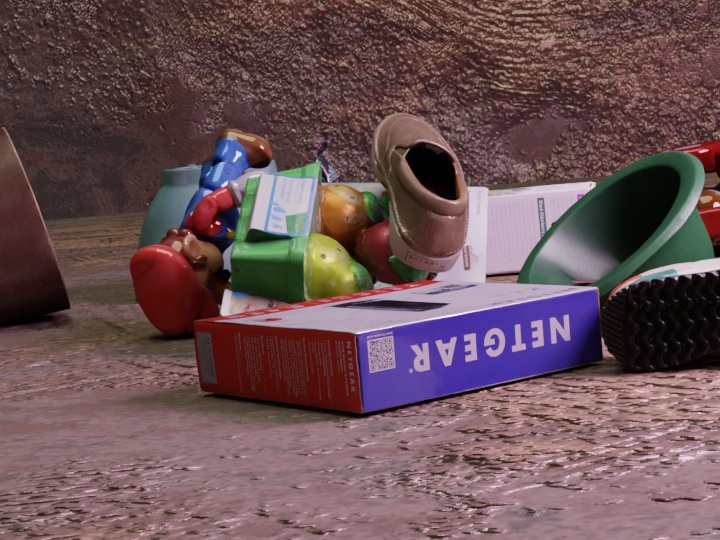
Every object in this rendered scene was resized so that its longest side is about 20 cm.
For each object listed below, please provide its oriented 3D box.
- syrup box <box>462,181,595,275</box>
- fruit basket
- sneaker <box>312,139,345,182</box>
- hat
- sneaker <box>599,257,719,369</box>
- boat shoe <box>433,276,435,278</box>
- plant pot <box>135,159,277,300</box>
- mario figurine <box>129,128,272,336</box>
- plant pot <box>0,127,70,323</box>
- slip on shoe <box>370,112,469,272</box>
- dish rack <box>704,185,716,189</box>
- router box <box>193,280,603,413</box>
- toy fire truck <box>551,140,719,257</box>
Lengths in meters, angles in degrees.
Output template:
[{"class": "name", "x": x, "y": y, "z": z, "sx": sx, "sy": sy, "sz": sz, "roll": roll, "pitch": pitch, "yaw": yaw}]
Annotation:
[{"class": "syrup box", "x": 0.139, "y": -0.039, "z": 1.732, "sx": 0.199, "sy": 0.082, "sz": 0.079, "roll": -4, "pitch": 7, "yaw": 11}, {"class": "fruit basket", "x": -0.001, "y": -0.021, "z": 1.360, "sx": 0.199, "sy": 0.094, "sz": 0.186, "roll": -1, "pitch": 39, "yaw": 8}, {"class": "sneaker", "x": -0.021, "y": -0.089, "z": 2.094, "sx": 0.199, "sy": 0.140, "sz": 0.078, "roll": -4, "pitch": 5, "yaw": 16}, {"class": "hat", "x": 0.244, "y": 0.022, "z": 1.331, "sx": 0.200, "sy": 0.176, "sz": 0.166, "roll": -46, "pitch": 20, "yaw": -13}, {"class": "sneaker", "x": 0.249, "y": 0.016, "z": 1.085, "sx": 0.199, "sy": 0.071, "sz": 0.093, "roll": -7, "pitch": 11, "yaw": 9}, {"class": "boat shoe", "x": 0.000, "y": 0.001, "z": 1.497, "sx": 0.066, "sy": 0.072, "sz": 0.201, "roll": -16, "pitch": 7, "yaw": -40}, {"class": "plant pot", "x": -0.142, "y": -0.046, "z": 1.807, "sx": 0.200, "sy": 0.135, "sz": 0.200, "roll": -6, "pitch": 6, "yaw": 1}, {"class": "mario figurine", "x": -0.123, "y": -0.020, "z": 1.505, "sx": 0.106, "sy": 0.124, "sz": 0.200, "roll": 6, "pitch": 50, "yaw": 19}, {"class": "plant pot", "x": -0.404, "y": -0.016, "z": 1.665, "sx": 0.199, "sy": 0.187, "sz": 0.187, "roll": -21, "pitch": 9, "yaw": -13}, {"class": "slip on shoe", "x": 0.050, "y": -0.077, "z": 1.351, "sx": 0.076, "sy": 0.061, "sz": 0.200, "roll": 13, "pitch": 32, "yaw": -8}, {"class": "dish rack", "x": 0.453, "y": -0.077, "z": 1.971, "sx": 0.153, "sy": 0.055, "sz": 0.200, "roll": 0, "pitch": 7, "yaw": 38}, {"class": "router box", "x": 0.024, "y": 0.045, "z": 1.119, "sx": 0.200, "sy": 0.049, "sz": 0.179, "roll": -9, "pitch": 6, "yaw": -37}, {"class": "toy fire truck", "x": 0.284, "y": -0.044, "z": 1.508, "sx": 0.168, "sy": 0.113, "sz": 0.200, "roll": -15, "pitch": 9, "yaw": -27}]
